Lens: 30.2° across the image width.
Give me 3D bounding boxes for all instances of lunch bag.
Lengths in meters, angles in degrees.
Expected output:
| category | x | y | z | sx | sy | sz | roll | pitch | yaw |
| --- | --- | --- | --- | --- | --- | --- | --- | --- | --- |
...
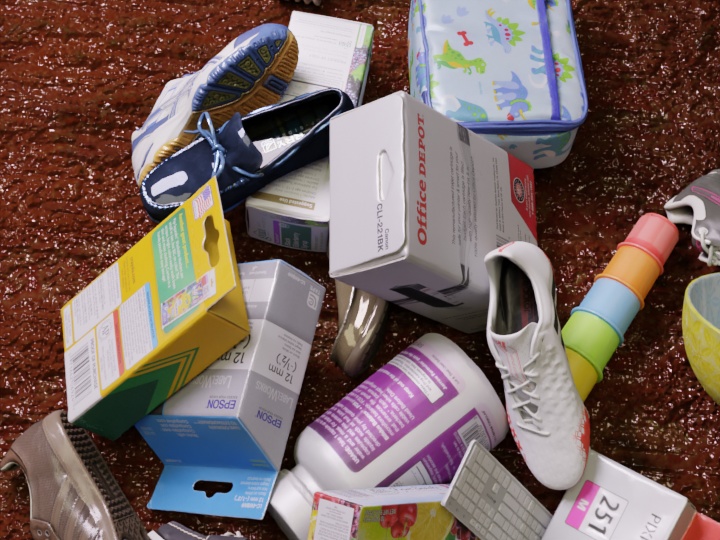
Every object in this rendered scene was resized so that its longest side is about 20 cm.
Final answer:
| category | x | y | z | sx | sy | sz | roll | pitch | yaw |
| --- | --- | --- | --- | --- | --- | --- | --- | --- | --- |
| lunch bag | 0.126 | -0.193 | 1.234 | 0.159 | 0.083 | 0.201 | 2 | 59 | -6 |

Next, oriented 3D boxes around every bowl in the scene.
| category | x | y | z | sx | sy | sz | roll | pitch | yaw |
| --- | --- | --- | --- | --- | --- | --- | --- | --- | --- |
| bowl | 0.359 | 0.091 | 1.128 | 0.198 | 0.200 | 0.109 | 12 | 113 | 3 |

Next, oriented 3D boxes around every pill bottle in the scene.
| category | x | y | z | sx | sy | sz | roll | pitch | yaw |
| --- | --- | --- | --- | --- | --- | --- | --- | --- | --- |
| pill bottle | 0.016 | 0.152 | 1.105 | 0.199 | 0.112 | 0.112 | -37 | 75 | -14 |

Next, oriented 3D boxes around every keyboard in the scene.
| category | x | y | z | sx | sy | sz | roll | pitch | yaw |
| --- | --- | --- | --- | --- | --- | --- | --- | --- | --- |
| keyboard | 0.123 | 0.202 | 1.063 | 0.011 | 0.200 | 0.057 | 19 | 70 | 43 |

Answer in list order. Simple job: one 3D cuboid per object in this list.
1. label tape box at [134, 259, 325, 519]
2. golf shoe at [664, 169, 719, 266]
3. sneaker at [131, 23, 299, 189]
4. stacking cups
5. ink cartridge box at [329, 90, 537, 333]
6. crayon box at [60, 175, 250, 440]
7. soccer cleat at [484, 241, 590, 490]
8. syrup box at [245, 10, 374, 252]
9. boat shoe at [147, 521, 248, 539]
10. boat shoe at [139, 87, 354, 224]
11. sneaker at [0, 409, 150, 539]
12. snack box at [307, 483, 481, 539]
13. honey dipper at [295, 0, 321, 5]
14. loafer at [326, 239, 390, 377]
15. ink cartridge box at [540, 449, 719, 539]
| category | x | y | z | sx | sy | sz | roll | pitch | yaw |
| --- | --- | --- | --- | --- | --- | --- | --- | --- | --- |
| label tape box | -0.121 | 0.097 | 1.108 | 0.143 | 0.066 | 0.201 | -4 | 62 | 42 |
| golf shoe | 0.342 | -0.019 | 1.169 | 0.087 | 0.078 | 0.200 | -23 | 35 | 0 |
| sneaker | -0.140 | -0.156 | 1.191 | 0.200 | 0.075 | 0.088 | -43 | 46 | 16 |
| stacking cups | 0.217 | 0.036 | 1.188 | 0.060 | 0.061 | 0.201 | 32 | 68 | 9 |
| ink cartridge box | 0.064 | -0.044 | 1.129 | 0.083 | 0.199 | 0.146 | -15 | 65 | 35 |
| crayon box | -0.162 | 0.033 | 1.100 | 0.200 | 0.051 | 0.126 | -38 | 44 | 24 |
| soccer cleat | 0.135 | 0.075 | 1.062 | 0.068 | 0.085 | 0.202 | -11 | 82 | 27 |
| syrup box | -0.046 | -0.126 | 1.220 | 0.081 | 0.079 | 0.202 | 11 | 70 | 2 |
| boat shoe | -0.095 | 0.242 | 1.057 | 0.060 | 0.074 | 0.199 | -47 | 37 | -20 |
| boat shoe | -0.100 | -0.110 | 1.135 | 0.199 | 0.069 | 0.084 | -31 | 72 | -10 |
| sneaker | -0.229 | 0.218 | 1.110 | 0.075 | 0.070 | 0.201 | -34 | 71 | 8 |
| snack box | 0.034 | 0.239 | 1.017 | 0.053 | 0.199 | 0.144 | 10 | 91 | 39 |
| honey dipper | -0.133 | -0.294 | 1.303 | 0.198 | 0.038 | 0.038 | 12 | 70 | 6 |
| loafer | 0.000 | 0.000 | 1.183 | 0.067 | 0.076 | 0.201 | 13 | 61 | 4 |
| ink cartridge box | 0.210 | 0.267 | 1.036 | 0.173 | 0.044 | 0.201 | 25 | 81 | 32 |
